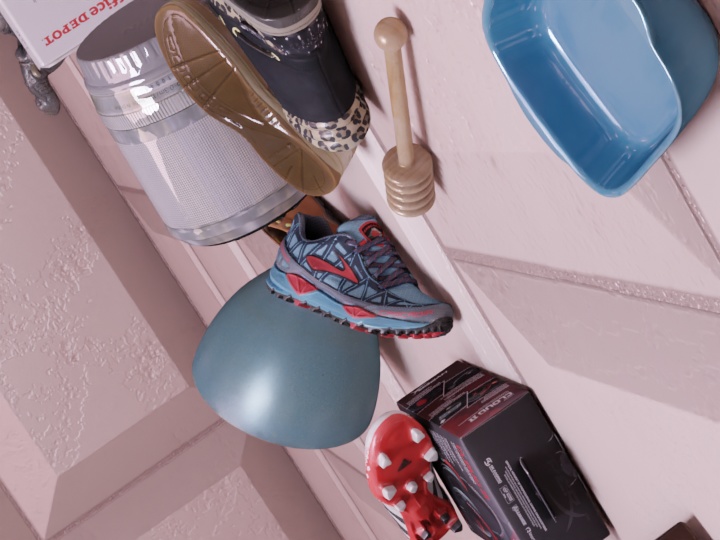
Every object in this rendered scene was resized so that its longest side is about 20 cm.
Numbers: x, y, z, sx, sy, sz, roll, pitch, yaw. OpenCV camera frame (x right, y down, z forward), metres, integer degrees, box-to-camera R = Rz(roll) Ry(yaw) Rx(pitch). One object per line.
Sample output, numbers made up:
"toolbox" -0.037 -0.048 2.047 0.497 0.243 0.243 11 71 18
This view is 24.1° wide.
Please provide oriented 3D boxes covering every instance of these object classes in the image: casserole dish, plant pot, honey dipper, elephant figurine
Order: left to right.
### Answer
"elephant figurine" -0.463 -0.347 2.393 0.200 0.155 0.142 33 -139 -34
"plant pot" -0.062 0.069 1.748 0.200 0.199 0.135 47 130 38
"honey dipper" 0.030 -0.107 1.170 0.038 0.038 0.200 50 163 28
"casserole dish" 0.113 -0.105 0.791 0.121 0.039 0.200 54 170 8

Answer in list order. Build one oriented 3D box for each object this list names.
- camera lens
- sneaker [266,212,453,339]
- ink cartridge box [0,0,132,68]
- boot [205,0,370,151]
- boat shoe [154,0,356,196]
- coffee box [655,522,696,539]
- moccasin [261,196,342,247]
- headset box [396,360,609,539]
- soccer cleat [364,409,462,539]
"camera lens" -0.133 -0.134 1.449 0.201 0.160 0.160 61 168 -26
"sneaker" 0.000 0.000 1.473 0.199 0.096 0.079 19 -172 35
"ink cartridge box" -0.331 -0.333 1.774 0.201 0.144 0.084 58 170 -12
"boot" -0.072 -0.187 1.271 0.204 0.073 0.154 48 169 44
"boat shoe" -0.081 -0.148 1.346 0.200 0.065 0.072 44 145 -19
"coffee box" 0.202 0.265 1.250 0.080 0.113 0.200 53 169 14
"moccasin" -0.034 -0.009 1.604 0.201 0.078 0.074 46 166 42
"headset box" 0.123 0.170 1.451 0.149 0.075 0.200 59 169 -14
"soccer cleat" 0.034 0.177 1.496 0.085 0.069 0.200 43 168 38
